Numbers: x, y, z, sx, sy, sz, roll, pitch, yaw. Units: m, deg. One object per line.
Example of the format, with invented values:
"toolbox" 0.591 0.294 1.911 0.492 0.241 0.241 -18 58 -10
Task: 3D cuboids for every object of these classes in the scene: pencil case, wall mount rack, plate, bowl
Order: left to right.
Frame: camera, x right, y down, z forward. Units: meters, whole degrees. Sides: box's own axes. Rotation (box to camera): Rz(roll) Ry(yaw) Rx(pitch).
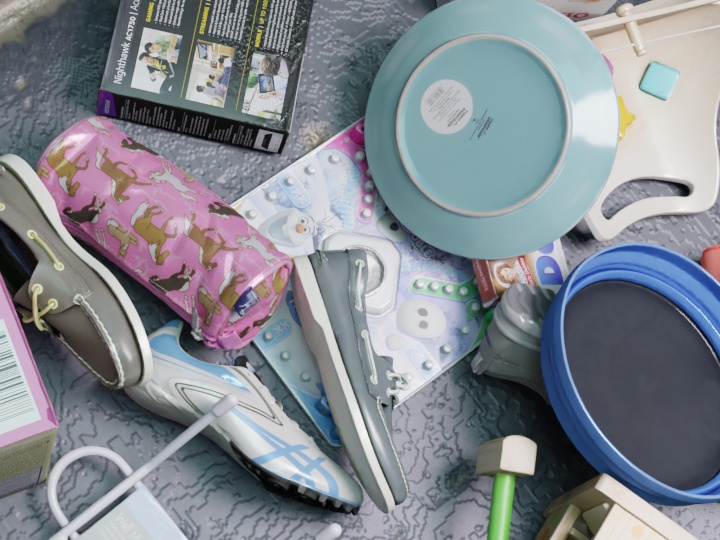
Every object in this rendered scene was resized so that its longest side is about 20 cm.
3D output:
"pencil case" -0.146 -0.029 1.242 0.200 0.083 0.086 37 27 12
"wall mount rack" -0.122 0.189 1.191 0.174 0.075 0.200 -38 90 -14
"plate" 0.093 -0.108 1.281 0.200 0.026 0.201 1 92 20
"bowl" 0.217 0.077 1.250 0.200 0.039 0.201 16 57 -26

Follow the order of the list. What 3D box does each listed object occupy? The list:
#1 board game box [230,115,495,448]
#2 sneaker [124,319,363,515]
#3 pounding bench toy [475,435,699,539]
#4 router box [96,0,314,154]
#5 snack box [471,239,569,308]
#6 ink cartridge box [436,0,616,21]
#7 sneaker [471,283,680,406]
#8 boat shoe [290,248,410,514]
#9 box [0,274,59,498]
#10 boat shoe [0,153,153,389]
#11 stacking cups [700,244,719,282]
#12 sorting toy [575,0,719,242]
"board game box" 0.000 0.000 1.313 0.200 0.026 0.200 -35 84 -20
"sneaker" -0.077 0.108 1.237 0.200 0.072 0.073 35 75 -2
"pounding bench toy" 0.136 0.232 1.222 0.200 0.124 0.156 36 69 -1
"router box" -0.112 -0.204 1.334 0.149 0.051 0.200 13 71 -7
"snack box" 0.109 -0.067 1.342 0.072 0.024 0.200 -2 66 -26
"ink cartridge box" 0.151 -0.267 1.338 0.145 0.200 0.084 0 77 -13
"sneaker" 0.175 0.074 1.316 0.200 0.082 0.075 23 34 -20
"boat shoe" 0.005 0.075 1.240 0.062 0.073 0.200 -16 72 -14
"box" -0.278 0.061 1.135 0.097 0.200 0.176 -19 78 -18
"boat shoe" -0.221 0.008 1.204 0.060 0.072 0.202 -25 71 -41
"stacking cups" 0.293 0.077 1.341 0.060 0.061 0.201 0 72 -13
"sorting toy" 0.211 -0.121 1.368 0.200 0.107 0.180 -15 89 -25
